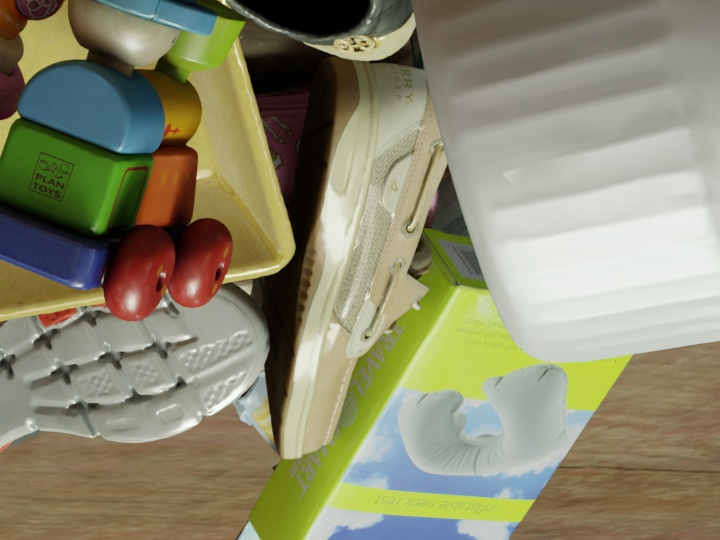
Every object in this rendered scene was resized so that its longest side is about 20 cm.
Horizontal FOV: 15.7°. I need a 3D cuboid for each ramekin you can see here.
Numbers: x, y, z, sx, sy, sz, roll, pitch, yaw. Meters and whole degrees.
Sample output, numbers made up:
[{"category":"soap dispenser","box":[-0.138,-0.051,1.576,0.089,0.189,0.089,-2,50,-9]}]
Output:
[{"category":"ramekin","box":[0.082,-0.065,0.885,0.097,0.201,0.200,-13,159,10]}]

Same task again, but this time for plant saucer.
[{"category":"plant saucer","box":[-0.140,-0.066,1.029,0.199,0.049,0.200,-10,136,4]}]

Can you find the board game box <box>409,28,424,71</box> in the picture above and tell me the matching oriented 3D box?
[{"category":"board game box","box":[0.123,-0.132,1.033,0.199,0.047,0.151,-6,159,-6]}]

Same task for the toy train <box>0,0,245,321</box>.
[{"category":"toy train","box":[-0.075,-0.053,0.960,0.084,0.116,0.200,22,-172,12]}]

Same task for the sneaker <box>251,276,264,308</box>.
[{"category":"sneaker","box":[-0.009,0.005,1.315,0.200,0.081,0.146,19,137,-43]}]

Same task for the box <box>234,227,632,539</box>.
[{"category":"box","box":[0.035,0.076,1.202,0.122,0.048,0.200,8,125,-36]}]

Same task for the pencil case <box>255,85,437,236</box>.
[{"category":"pencil case","box":[-0.064,-0.041,1.150,0.199,0.083,0.087,-5,174,-10]}]

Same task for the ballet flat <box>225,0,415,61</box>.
[{"category":"ballet flat","box":[-0.034,-0.102,0.856,0.066,0.057,0.200,-15,161,20]}]

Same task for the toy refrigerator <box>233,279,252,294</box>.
[{"category":"toy refrigerator","box":[-0.156,-0.007,1.210,0.199,0.076,0.070,-5,159,-12]}]

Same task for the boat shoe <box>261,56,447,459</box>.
[{"category":"boat shoe","box":[0.000,0.000,1.102,0.065,0.072,0.201,2,126,-15]}]

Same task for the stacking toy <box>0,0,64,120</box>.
[{"category":"stacking toy","box":[-0.161,-0.070,0.932,0.200,0.110,0.116,-38,120,11]}]

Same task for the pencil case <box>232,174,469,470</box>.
[{"category":"pencil case","box":[0.026,0.013,1.234,0.200,0.083,0.091,-38,137,8]}]

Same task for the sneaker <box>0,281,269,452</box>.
[{"category":"sneaker","box":[-0.124,0.035,1.152,0.199,0.077,0.082,-13,-168,24]}]
